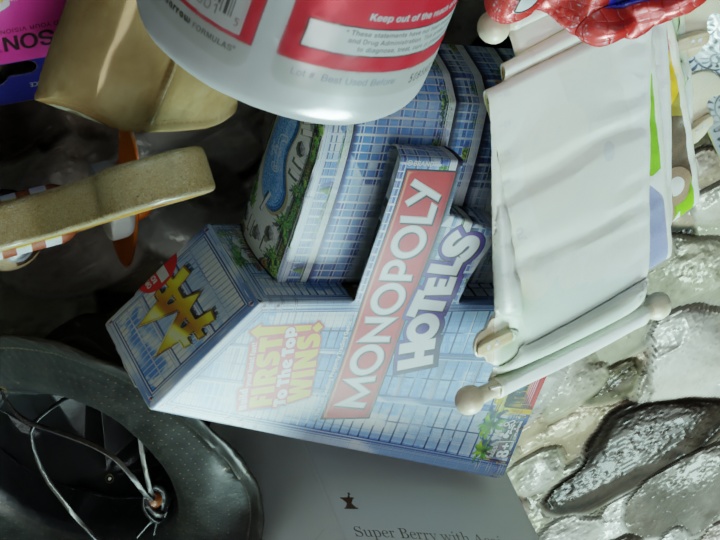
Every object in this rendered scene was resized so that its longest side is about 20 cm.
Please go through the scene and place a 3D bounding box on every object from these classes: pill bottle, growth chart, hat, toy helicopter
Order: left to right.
[{"bbox_3d":[-0.122,-0.023,0.951,0.132,0.079,0.199,-13,180,-41],"label":"toy helicopter"},{"bbox_3d":[-0.132,0.070,1.066,0.199,0.081,0.201,11,141,9],"label":"hat"},{"bbox_3d":[0.001,-0.160,0.770,0.112,0.112,0.201,3,127,-28],"label":"pill bottle"},{"bbox_3d":[0.101,-0.045,0.978,0.144,0.018,0.201,-19,122,-33],"label":"growth chart"}]

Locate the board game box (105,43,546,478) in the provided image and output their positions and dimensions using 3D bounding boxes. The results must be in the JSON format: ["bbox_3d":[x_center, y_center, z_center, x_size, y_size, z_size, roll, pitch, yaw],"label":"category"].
[{"bbox_3d":[0.000,0.000,0.991,0.199,0.062,0.201,-1,126,-30],"label":"board game box"}]

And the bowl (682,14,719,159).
[{"bbox_3d":[0.227,-0.077,1.028,0.094,0.201,0.201,-27,138,-5],"label":"bowl"}]

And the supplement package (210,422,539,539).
[{"bbox_3d":[-0.007,0.121,1.107,0.121,0.201,0.120,8,129,-33],"label":"supplement package"}]

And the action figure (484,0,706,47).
[{"bbox_3d":[0.138,-0.140,0.915,0.199,0.066,0.052,-24,161,-14],"label":"action figure"}]

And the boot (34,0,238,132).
[{"bbox_3d":[-0.084,-0.144,0.850,0.174,0.066,0.201,-4,129,-39],"label":"boot"}]

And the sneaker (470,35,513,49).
[{"bbox_3d":[0.011,-0.051,1.049,0.199,0.071,0.083,-38,129,7],"label":"sneaker"}]

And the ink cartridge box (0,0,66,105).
[{"bbox_3d":[-0.158,-0.131,0.899,0.094,0.037,0.201,-11,138,-6],"label":"ink cartridge box"}]
